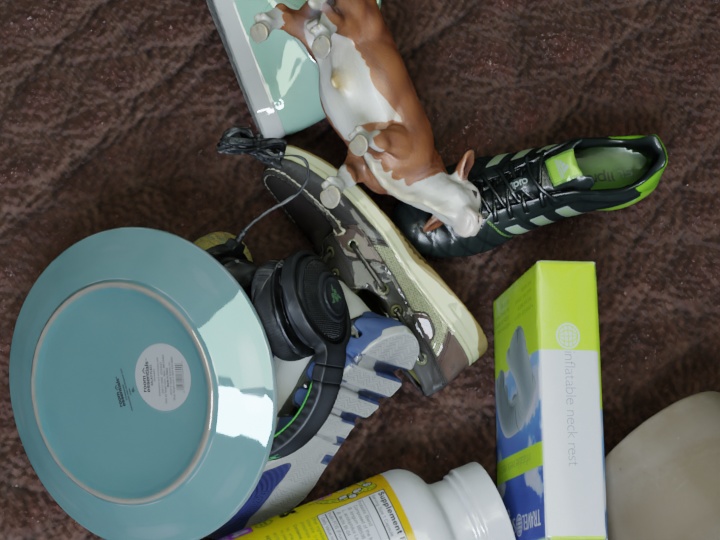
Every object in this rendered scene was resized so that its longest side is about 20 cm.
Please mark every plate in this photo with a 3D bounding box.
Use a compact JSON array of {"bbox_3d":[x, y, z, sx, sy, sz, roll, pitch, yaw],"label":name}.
[{"bbox_3d":[-0.143,0.074,1.053,0.198,0.026,0.203,2,95,26],"label":"plate"}]

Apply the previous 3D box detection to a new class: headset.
[{"bbox_3d":[-0.070,0.016,1.053,0.122,0.094,0.203,5,85,29],"label":"headset"}]

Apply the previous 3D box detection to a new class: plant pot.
[{"bbox_3d":[0.238,0.181,1.095,0.199,0.201,0.174,-30,62,-13],"label":"plant pot"}]

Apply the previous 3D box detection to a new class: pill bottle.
[{"bbox_3d":[-0.003,0.193,1.097,0.198,0.104,0.105,-20,79,-12],"label":"pill bottle"}]

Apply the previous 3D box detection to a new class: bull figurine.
[{"bbox_3d":[0.007,-0.102,1.120,0.065,0.121,0.202,-31,82,29],"label":"bull figurine"}]

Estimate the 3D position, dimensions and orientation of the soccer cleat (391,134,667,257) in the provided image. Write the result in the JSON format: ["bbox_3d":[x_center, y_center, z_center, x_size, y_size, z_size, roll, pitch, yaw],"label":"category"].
[{"bbox_3d":[0.118,-0.060,1.185,0.198,0.081,0.068,-14,78,-10],"label":"soccer cleat"}]

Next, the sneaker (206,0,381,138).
[{"bbox_3d":[-0.050,-0.204,1.203,0.117,0.074,0.202,-21,89,-5],"label":"sneaker"}]

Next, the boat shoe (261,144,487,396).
[{"bbox_3d":[0.000,0.000,1.161,0.200,0.073,0.065,44,70,5],"label":"boat shoe"}]

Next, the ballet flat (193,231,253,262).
[{"bbox_3d":[-0.133,0.055,1.135,0.070,0.071,0.201,34,75,2],"label":"ballet flat"}]

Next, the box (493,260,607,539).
[{"bbox_3d":[0.123,0.106,1.124,0.047,0.122,0.203,2,76,-10],"label":"box"}]

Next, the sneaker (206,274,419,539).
[{"bbox_3d":[-0.061,0.078,1.130,0.199,0.080,0.115,-46,55,8],"label":"sneaker"}]
